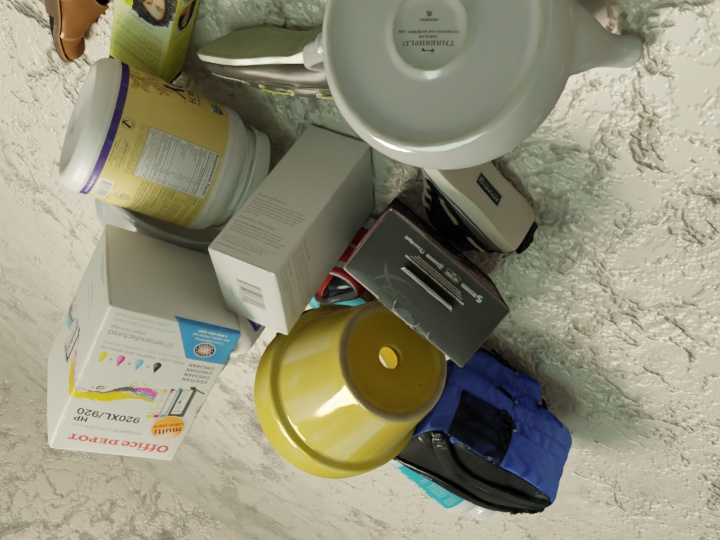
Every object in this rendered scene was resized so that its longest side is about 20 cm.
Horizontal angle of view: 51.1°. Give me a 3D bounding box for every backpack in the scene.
[{"bbox_3d":[0.167,0.205,0.953,0.199,0.169,0.163,32,156,-5],"label":"backpack"}]

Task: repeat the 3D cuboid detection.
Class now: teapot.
[{"bbox_3d":[0.071,-0.169,0.573,0.197,0.146,0.200,-45,78,21],"label":"teapot"}]

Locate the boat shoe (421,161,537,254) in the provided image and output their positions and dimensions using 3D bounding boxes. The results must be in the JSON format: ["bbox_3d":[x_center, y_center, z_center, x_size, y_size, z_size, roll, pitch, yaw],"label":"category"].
[{"bbox_3d":[0.081,-0.089,0.733,0.200,0.075,0.092,50,151,-23],"label":"boat shoe"}]

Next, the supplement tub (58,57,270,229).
[{"bbox_3d":[-0.215,-0.131,0.835,0.198,0.147,0.145,18,158,-31],"label":"supplement tub"}]

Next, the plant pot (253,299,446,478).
[{"bbox_3d":[-0.001,0.122,0.853,0.200,0.202,0.189,39,148,-6],"label":"plant pot"}]

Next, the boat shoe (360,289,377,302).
[{"bbox_3d":[0.000,0.000,0.959,0.198,0.057,0.067,18,139,17],"label":"boat shoe"}]

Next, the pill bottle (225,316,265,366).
[{"bbox_3d":[-0.170,0.041,1.022,0.111,0.201,0.113,24,147,17],"label":"pill bottle"}]

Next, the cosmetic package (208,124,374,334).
[{"bbox_3d":[-0.065,-0.047,0.806,0.084,0.201,0.108,20,144,19],"label":"cosmetic package"}]

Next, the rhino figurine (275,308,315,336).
[{"bbox_3d":[-0.074,0.102,1.102,0.086,0.061,0.200,-9,163,-3],"label":"rhino figurine"}]

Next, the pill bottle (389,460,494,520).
[{"bbox_3d":[0.131,0.297,1.164,0.200,0.111,0.111,42,148,-10],"label":"pill bottle"}]

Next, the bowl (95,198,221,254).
[{"bbox_3d":[-0.249,-0.060,0.949,0.200,0.201,0.091,33,115,4],"label":"bowl"}]

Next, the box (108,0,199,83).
[{"bbox_3d":[-0.215,-0.274,0.791,0.075,0.050,0.200,36,149,-3],"label":"box"}]

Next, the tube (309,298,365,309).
[{"bbox_3d":[-0.009,0.055,1.042,0.198,0.050,0.078,9,139,46],"label":"tube"}]

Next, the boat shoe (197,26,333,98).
[{"bbox_3d":[-0.074,-0.199,0.736,0.199,0.072,0.061,10,137,31],"label":"boat shoe"}]

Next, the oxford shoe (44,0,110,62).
[{"bbox_3d":[-0.320,-0.293,0.856,0.200,0.070,0.072,153,105,-69],"label":"oxford shoe"}]

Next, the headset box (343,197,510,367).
[{"bbox_3d":[0.066,0.006,0.763,0.148,0.075,0.200,40,-171,-2],"label":"headset box"}]

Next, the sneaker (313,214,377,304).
[{"bbox_3d":[-0.063,-0.032,0.906,0.198,0.113,0.072,21,148,21],"label":"sneaker"}]

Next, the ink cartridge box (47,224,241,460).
[{"bbox_3d":[-0.247,0.086,0.840,0.146,0.145,0.201,16,119,-31],"label":"ink cartridge box"}]
